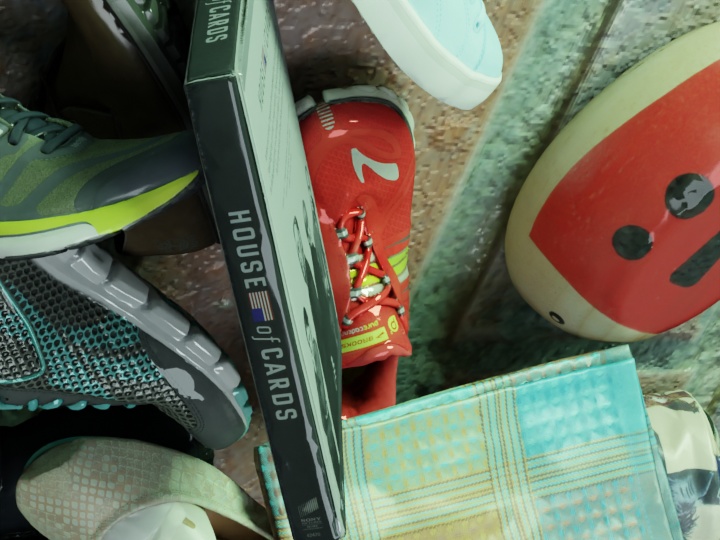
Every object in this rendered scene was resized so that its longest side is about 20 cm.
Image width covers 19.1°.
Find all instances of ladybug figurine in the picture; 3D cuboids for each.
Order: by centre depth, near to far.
[{"bbox_3d":[0.153,-0.036,1.013,0.135,0.072,0.200,15,128,-36],"label":"ladybug figurine"}]

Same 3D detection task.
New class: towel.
[{"bbox_3d":[0.059,0.126,0.998,0.199,0.148,0.022,-13,175,-20],"label":"towel"}]

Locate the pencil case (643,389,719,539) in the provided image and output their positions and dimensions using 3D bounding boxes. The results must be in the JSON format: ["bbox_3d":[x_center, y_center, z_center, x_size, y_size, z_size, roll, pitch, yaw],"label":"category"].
[{"bbox_3d":[0.088,0.120,1.072,0.199,0.090,0.078,-11,147,-10],"label":"pencil case"}]

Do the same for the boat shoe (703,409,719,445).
[{"bbox_3d":[0.101,0.106,1.146,0.198,0.075,0.066,-18,131,-7],"label":"boat shoe"}]

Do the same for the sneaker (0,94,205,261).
[{"bbox_3d":[-0.153,-0.048,0.805,0.198,0.074,0.082,0,100,10],"label":"sneaker"}]

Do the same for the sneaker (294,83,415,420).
[{"bbox_3d":[0.000,0.000,0.971,0.077,0.085,0.201,-15,140,-12],"label":"sneaker"}]

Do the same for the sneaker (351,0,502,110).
[{"bbox_3d":[0.027,-0.139,0.838,0.082,0.074,0.200,-28,141,11],"label":"sneaker"}]

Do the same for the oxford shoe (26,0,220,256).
[{"bbox_3d":[-0.101,-0.067,0.861,0.084,0.073,0.201,-18,140,-1],"label":"oxford shoe"}]

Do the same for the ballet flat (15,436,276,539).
[{"bbox_3d":[-0.067,0.129,0.976,0.199,0.062,0.068,27,108,-40],"label":"ballet flat"}]

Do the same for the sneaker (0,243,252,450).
[{"bbox_3d":[-0.132,0.029,0.917,0.200,0.078,0.091,41,84,-31],"label":"sneaker"}]

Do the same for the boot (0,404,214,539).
[{"bbox_3d":[-0.156,0.072,0.982,0.167,0.077,0.201,-14,147,-5],"label":"boot"}]

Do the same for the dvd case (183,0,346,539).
[{"bbox_3d":[-0.034,-0.017,0.840,0.025,0.151,0.201,-10,119,5],"label":"dvd case"}]
